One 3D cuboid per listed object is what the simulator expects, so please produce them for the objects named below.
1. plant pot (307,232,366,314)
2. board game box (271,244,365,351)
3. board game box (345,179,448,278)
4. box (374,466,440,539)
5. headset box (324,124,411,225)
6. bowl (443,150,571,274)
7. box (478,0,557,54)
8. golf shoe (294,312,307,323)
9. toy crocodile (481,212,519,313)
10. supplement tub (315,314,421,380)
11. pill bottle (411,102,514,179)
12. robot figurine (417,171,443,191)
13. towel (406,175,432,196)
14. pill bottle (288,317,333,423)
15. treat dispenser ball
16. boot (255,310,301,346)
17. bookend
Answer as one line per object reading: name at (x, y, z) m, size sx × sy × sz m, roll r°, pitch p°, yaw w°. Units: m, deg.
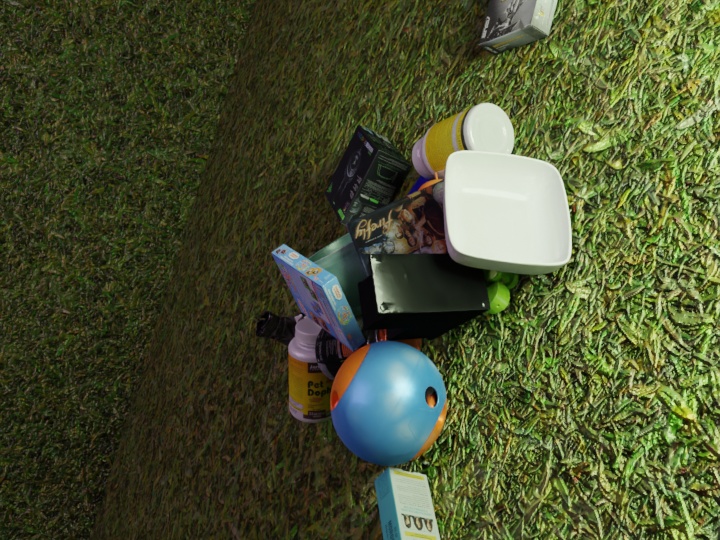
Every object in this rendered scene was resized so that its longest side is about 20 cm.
plant pot at (0.000, 0.000, 1.438) m, size 0.198 × 0.136 × 0.200 m, roll -29°, pitch 7°, yaw 4°
board game box at (-0.080, 0.047, 1.361) m, size 0.036 × 0.153 × 0.199 m, roll -36°, pitch 34°, yaw -18°
board game box at (0.089, -0.057, 1.278) m, size 0.197 × 0.035 × 0.138 m, roll -24°, pitch 82°, yaw 7°
box at (0.080, 0.420, 1.175) m, size 0.049 × 0.081 × 0.202 m, roll -51°, pitch 32°, yaw 34°
headset box at (0.008, -0.203, 1.700) m, size 0.202 × 0.091 × 0.175 m, roll -61°, pitch 28°, yaw 20°
bowl at (0.218, -0.081, 1.142) m, size 0.075 × 0.195 × 0.203 m, roll 104°, pitch 170°, yaw -59°
box at (0.309, -0.524, 1.390) m, size 0.158 × 0.048 × 0.204 m, roll 5°, pitch 77°, yaw 63°
golf shoe at (-0.115, 0.145, 1.690) m, size 0.078 × 0.093 × 0.204 m, roll 149°, pitch 141°, yaw -85°
toy crocodile at (0.208, -0.028, 1.208) m, size 0.061 × 0.067 × 0.204 m, roll -27°, pitch 60°, yaw 34°
supplement tub at (0.014, 0.144, 1.414) m, size 0.198 × 0.121 × 0.125 m, roll -16°, pitch 58°, yaw 46°
pill bottle at (0.182, -0.230, 1.370) m, size 0.199 × 0.110 × 0.114 m, roll -11°, pitch 63°, yaw 59°
robot figurine at (0.141, -0.076, 1.347) m, size 0.144 × 0.114 × 0.204 m, roll -175°, pitch 102°, yaw -79°
towel at (0.102, -0.098, 1.504) m, size 0.201 × 0.049 × 0.149 m, roll -54°, pitch 32°, yaw 30°
pill bottle at (-0.097, 0.206, 1.542) m, size 0.109 × 0.107 × 0.204 m, roll -133°, pitch 40°, yaw -60°
treat dispenser ball at (0.046, 0.221, 1.236) m, size 0.200 × 0.198 × 0.204 m, roll -40°, pitch 40°, yaw 44°
boot at (-0.165, 0.125, 1.770) m, size 0.200 × 0.130 × 0.071 m, roll -45°, pitch 35°, yaw 40°
bookend at (0.072, 0.049, 1.194) m, size 0.200 × 0.195 × 0.094 m, roll 139°, pitch 126°, yaw -60°
